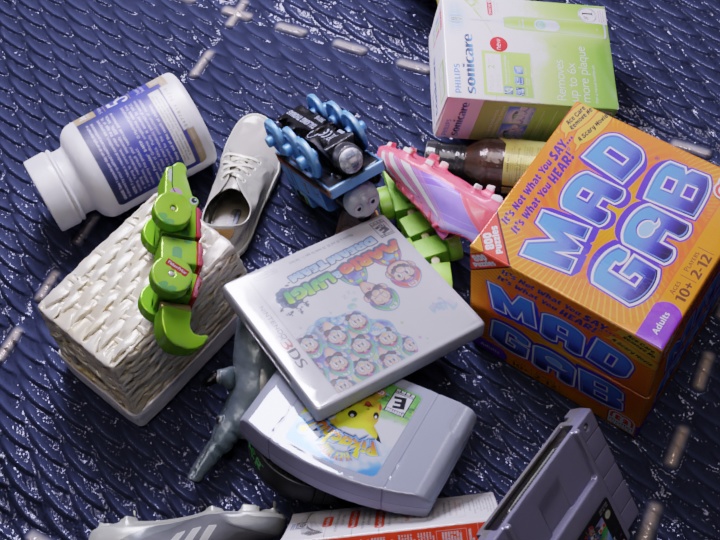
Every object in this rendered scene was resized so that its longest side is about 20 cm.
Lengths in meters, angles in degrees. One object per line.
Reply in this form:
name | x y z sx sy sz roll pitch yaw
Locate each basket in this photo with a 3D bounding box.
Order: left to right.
basket | -0.223 0.037 1.153 0.135 0.124 0.200 34 69 23

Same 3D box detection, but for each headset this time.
headset | -0.008 0.162 1.063 0.198 0.094 0.124 5 41 -19

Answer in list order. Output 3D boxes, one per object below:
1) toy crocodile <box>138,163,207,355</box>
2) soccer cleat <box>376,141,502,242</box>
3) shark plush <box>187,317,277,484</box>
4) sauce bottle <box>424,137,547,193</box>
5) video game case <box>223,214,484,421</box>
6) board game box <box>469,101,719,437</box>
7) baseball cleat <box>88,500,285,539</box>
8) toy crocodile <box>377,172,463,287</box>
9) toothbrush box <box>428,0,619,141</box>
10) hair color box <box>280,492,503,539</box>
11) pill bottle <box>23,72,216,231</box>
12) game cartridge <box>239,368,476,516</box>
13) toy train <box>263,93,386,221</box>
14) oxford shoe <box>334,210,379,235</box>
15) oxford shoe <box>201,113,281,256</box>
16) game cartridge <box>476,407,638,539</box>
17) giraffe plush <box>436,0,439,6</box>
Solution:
toy crocodile | -0.180 -0.013 1.066 0.061 0.068 0.201 8 56 -21
soccer cleat | 0.082 -0.076 1.158 0.199 0.066 0.077 32 107 37
shark plush | -0.129 0.120 1.120 0.201 0.083 0.091 -58 28 -4
sauce bottle | 0.172 -0.119 1.234 0.198 0.065 0.065 8 61 9
video game case | -0.008 0.039 1.083 0.199 0.024 0.182 -25 53 -24
board game box | 0.244 0.001 1.077 0.199 0.200 0.200 30 67 21
baseball cleat | -0.166 0.282 1.044 0.198 0.070 0.107 -9 65 12
toy crocodile | 0.064 -0.047 1.213 0.067 0.062 0.201 -17 55 -5
toothbrush box | 0.185 -0.230 1.257 0.198 0.086 0.147 3 64 -6
hair color box | 0.031 0.255 0.998 0.198 0.111 0.065 -6 90 3
pill bottle | -0.279 -0.133 1.261 0.199 0.120 0.120 -30 61 -12
game cartridge | -0.006 0.149 1.018 0.199 0.041 0.134 20 50 19
toy train | -0.036 -0.121 1.194 0.086 0.115 0.200 -32 28 -11
oxford shoe | 0.000 0.000 1.178 0.071 0.073 0.202 -4 59 4
oxford shoe | -0.139 -0.108 1.268 0.074 0.058 0.201 6 59 12
game cartridge | 0.179 0.234 0.968 0.038 0.130 0.200 -16 20 48
giraffe plush | 0.118 -0.373 1.346 0.162 0.173 0.200 48 32 2
